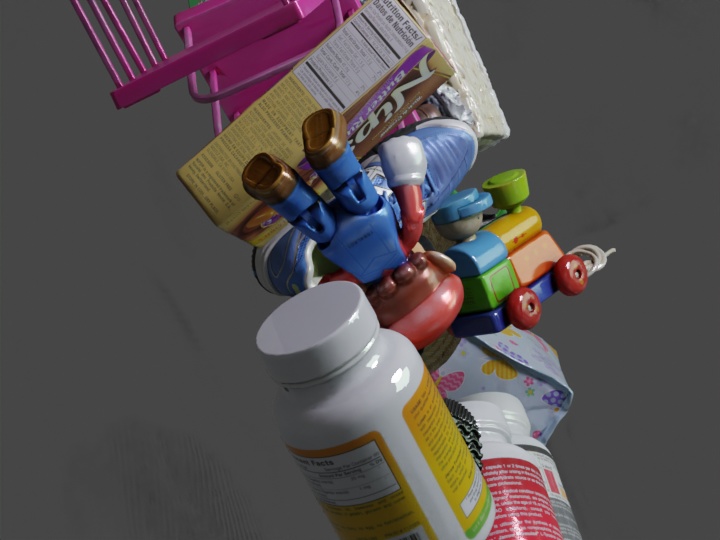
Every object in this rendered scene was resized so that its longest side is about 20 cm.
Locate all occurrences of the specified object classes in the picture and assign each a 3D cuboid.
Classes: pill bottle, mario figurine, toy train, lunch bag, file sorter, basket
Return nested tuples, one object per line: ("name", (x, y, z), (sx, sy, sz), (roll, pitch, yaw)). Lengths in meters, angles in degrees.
("pill bottle", (0.006, 0.111, 1.408), (0.111, 0.110, 0.201), (-98, 162, -63))
("pill bottle", (0.123, 0.212, 1.737), (0.117, 0.116, 0.201), (55, 15, -54))
("mario figurine", (-0.002, -0.024, 1.438), (0.200, 0.123, 0.106), (52, 42, -34))
("pill bottle", (0.101, 0.209, 1.608), (0.112, 0.112, 0.201), (54, 16, -55))
("toy train", (0.134, -0.031, 1.668), (0.200, 0.084, 0.117), (-32, 107, -45))
("lunch bag", (0.083, 0.091, 1.903), (0.199, 0.128, 0.170), (31, 9, -8))
("file sorter", (-0.117, -0.208, 1.412), (0.126, 0.138, 0.200), (63, 8, -9))
("basket", (0.017, -0.183, 2.013), (0.161, 0.197, 0.201), (-13, 80, -80))
("file sorter", (-0.041, -0.119, 1.622), (0.126, 0.138, 0.201), (-99, 164, -50))

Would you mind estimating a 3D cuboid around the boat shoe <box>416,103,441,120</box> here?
("boat shoe", (0.052, -0.063, 1.832), (0.070, 0.070, 0.201), (37, -30, 27))

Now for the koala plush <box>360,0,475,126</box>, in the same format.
("koala plush", (-0.003, -0.182, 1.831), (0.184, 0.176, 0.201), (-80, 148, -56))

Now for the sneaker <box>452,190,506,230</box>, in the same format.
("sneaker", (0.068, -0.037, 1.956), (0.078, 0.198, 0.086), (-29, 120, -72))

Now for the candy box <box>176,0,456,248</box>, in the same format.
("candy box", (-0.029, -0.107, 1.467), (0.057, 0.200, 0.117), (51, 4, 13))

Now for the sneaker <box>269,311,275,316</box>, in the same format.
("sneaker", (-0.003, 0.056, 1.581), (0.076, 0.090, 0.200), (65, 7, 10))

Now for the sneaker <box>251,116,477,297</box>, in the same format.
("sneaker", (0.014, -0.040, 1.538), (0.076, 0.200, 0.077), (55, -11, -25))

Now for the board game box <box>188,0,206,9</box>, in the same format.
("board game box", (-0.093, -0.147, 1.789), (0.135, 0.029, 0.201), (-104, 168, -53))

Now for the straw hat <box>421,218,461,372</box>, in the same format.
("straw hat", (0.000, 0.000, 1.732), (0.085, 0.201, 0.202), (-7, 66, -35))

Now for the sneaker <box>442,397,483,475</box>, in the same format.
("sneaker", (0.042, 0.200, 1.541), (0.070, 0.090, 0.202), (20, 64, -38))

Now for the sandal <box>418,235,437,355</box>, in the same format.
("sandal", (0.048, 0.024, 1.591), (0.200, 0.048, 0.076), (130, -61, -72))
